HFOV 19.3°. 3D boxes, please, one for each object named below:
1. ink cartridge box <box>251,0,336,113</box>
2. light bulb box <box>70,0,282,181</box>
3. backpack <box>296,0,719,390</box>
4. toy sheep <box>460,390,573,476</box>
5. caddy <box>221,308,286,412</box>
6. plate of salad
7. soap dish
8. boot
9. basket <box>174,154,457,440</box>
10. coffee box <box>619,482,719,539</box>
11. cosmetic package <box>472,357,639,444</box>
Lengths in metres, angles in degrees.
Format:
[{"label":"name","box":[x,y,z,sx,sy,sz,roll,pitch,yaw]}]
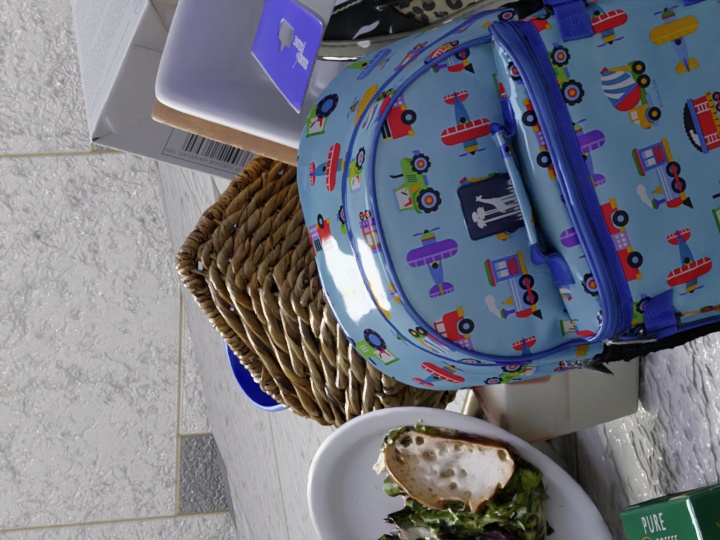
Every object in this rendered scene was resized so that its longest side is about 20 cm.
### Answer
[{"label":"ink cartridge box","box":[-0.029,-0.198,1.116,0.198,0.043,0.201,-127,55,-73]},{"label":"light bulb box","box":[-0.094,-0.172,1.521,0.125,0.197,0.201,-60,27,31]},{"label":"backpack","box":[0.078,-0.038,0.961,0.135,0.199,0.184,174,82,-79]},{"label":"toy sheep","box":[0.083,0.161,1.387,0.200,0.137,0.139,-69,-23,-51]},{"label":"caddy","box":[-0.034,0.020,1.452,0.200,0.104,0.142,-21,76,58]},{"label":"plate of salad","box":[0.056,0.164,1.244,0.048,0.199,0.201,-57,-31,-46]},{"label":"soap dish","box":[-0.013,-0.136,1.252,0.081,0.199,0.158,13,-84,-65]},{"label":"boot","box":[0.042,-0.194,1.116,0.203,0.073,0.155,-8,94,45]},{"label":"basket","box":[0.000,0.000,1.315,0.200,0.148,0.143,-55,-31,-40]},{"label":"coffee box","box":[0.198,0.210,1.099,0.123,0.044,0.201,128,126,-76]},{"label":"cosmetic package","box":[0.100,-0.011,1.184,0.104,0.087,0.201,-117,16,-48]}]
